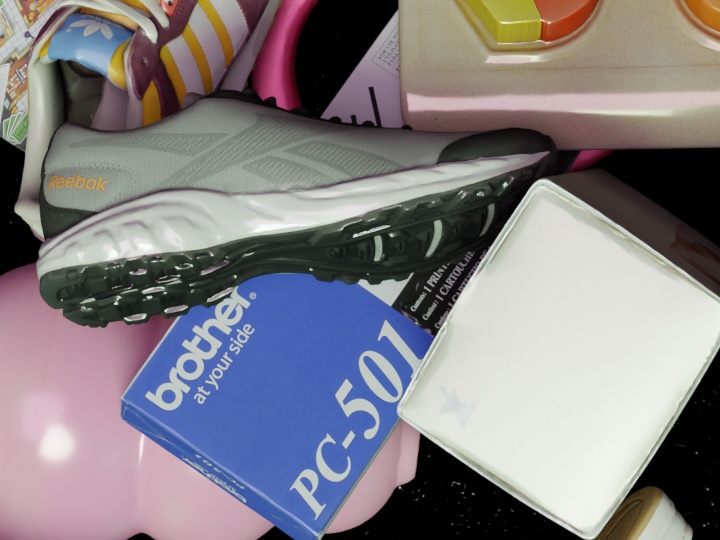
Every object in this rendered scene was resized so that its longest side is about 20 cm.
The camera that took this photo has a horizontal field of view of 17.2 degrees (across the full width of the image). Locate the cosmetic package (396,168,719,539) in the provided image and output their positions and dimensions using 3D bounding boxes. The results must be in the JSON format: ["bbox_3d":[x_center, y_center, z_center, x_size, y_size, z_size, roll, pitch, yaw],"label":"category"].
[{"bbox_3d":[0.089,0.025,0.911,0.087,0.200,0.104,34,100,8],"label":"cosmetic package"}]

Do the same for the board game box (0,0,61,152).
[{"bbox_3d":[-0.106,-0.145,1.022,0.105,0.023,0.201,32,99,7],"label":"board game box"}]

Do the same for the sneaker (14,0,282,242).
[{"bbox_3d":[-0.084,-0.102,0.953,0.075,0.090,0.201,12,87,22],"label":"sneaker"}]

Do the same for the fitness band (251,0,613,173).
[{"bbox_3d":[0.047,-0.099,0.993,0.199,0.037,0.144,-30,89,12],"label":"fitness band"}]

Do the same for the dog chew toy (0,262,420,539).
[{"bbox_3d":[-0.075,0.063,0.990,0.199,0.125,0.125,7,96,1],"label":"dog chew toy"}]

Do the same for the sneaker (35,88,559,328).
[{"bbox_3d":[-0.024,-0.036,0.882,0.199,0.074,0.080,-7,68,-8],"label":"sneaker"}]

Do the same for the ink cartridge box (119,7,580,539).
[{"bbox_3d":[0.000,0.000,0.934,0.094,0.044,0.200,34,75,3],"label":"ink cartridge box"}]

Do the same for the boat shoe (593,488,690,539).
[{"bbox_3d":[0.094,0.188,0.965,0.069,0.071,0.201,27,83,-4],"label":"boat shoe"}]

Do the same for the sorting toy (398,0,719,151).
[{"bbox_3d":[0.106,-0.147,0.932,0.184,0.036,0.201,-1,73,2],"label":"sorting toy"}]
